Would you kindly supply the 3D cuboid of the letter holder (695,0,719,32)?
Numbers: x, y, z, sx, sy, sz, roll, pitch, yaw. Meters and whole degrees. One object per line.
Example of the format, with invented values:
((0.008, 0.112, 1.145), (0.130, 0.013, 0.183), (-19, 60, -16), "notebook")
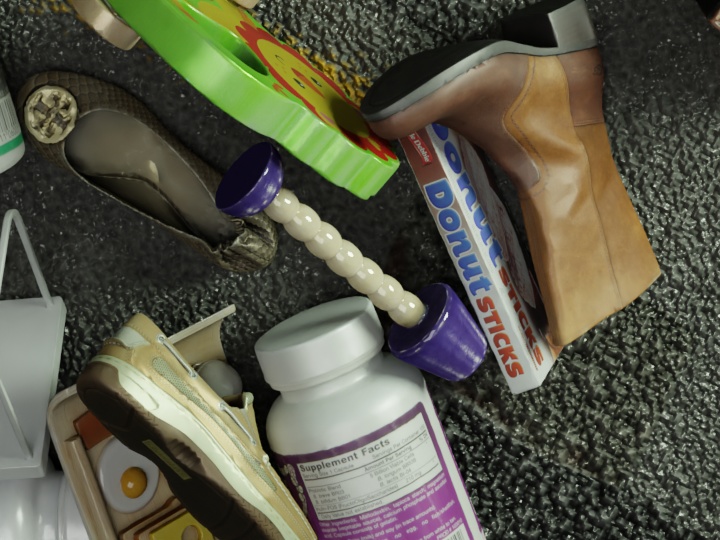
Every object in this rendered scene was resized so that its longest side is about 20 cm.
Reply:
((0.321, -0.196, 1.308), (0.142, 0.101, 0.201), (36, 105, -7), "letter holder")

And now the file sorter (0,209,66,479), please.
((-0.304, 0.047, 1.380), (0.198, 0.140, 0.125), (-4, 140, 5), "file sorter")

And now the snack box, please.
((0.076, -0.025, 1.387), (0.024, 0.072, 0.201), (-18, 104, 26), "snack box")

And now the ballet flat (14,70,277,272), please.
((-0.140, -0.062, 1.408), (0.199, 0.046, 0.068), (36, 104, -5), "ballet flat")

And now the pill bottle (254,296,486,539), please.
((0.004, 0.125, 1.414), (0.111, 0.112, 0.202), (-19, 102, 9), "pill bottle")

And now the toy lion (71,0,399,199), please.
((-0.061, -0.118, 1.315), (0.192, 0.200, 0.069), (45, 103, 12), "toy lion")

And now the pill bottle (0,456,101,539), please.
((-0.263, 0.173, 1.448), (0.198, 0.112, 0.113), (-1, 105, 6), "pill bottle")

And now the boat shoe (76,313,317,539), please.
((-0.087, 0.108, 1.361), (0.071, 0.076, 0.200), (-9, 128, 49), "boat shoe")

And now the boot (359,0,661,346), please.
((0.095, -0.050, 1.346), (0.068, 0.188, 0.202), (-1, 110, 45), "boot")

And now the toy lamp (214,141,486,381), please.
((0.000, 0.000, 1.338), (0.200, 0.058, 0.058), (39, 105, -26), "toy lamp")

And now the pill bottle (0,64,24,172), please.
((-0.291, -0.151, 1.363), (0.112, 0.113, 0.202), (-13, 103, 8), "pill bottle")

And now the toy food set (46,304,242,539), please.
((-0.108, 0.141, 1.411), (0.060, 0.143, 0.202), (-2, 110, 51), "toy food set")
